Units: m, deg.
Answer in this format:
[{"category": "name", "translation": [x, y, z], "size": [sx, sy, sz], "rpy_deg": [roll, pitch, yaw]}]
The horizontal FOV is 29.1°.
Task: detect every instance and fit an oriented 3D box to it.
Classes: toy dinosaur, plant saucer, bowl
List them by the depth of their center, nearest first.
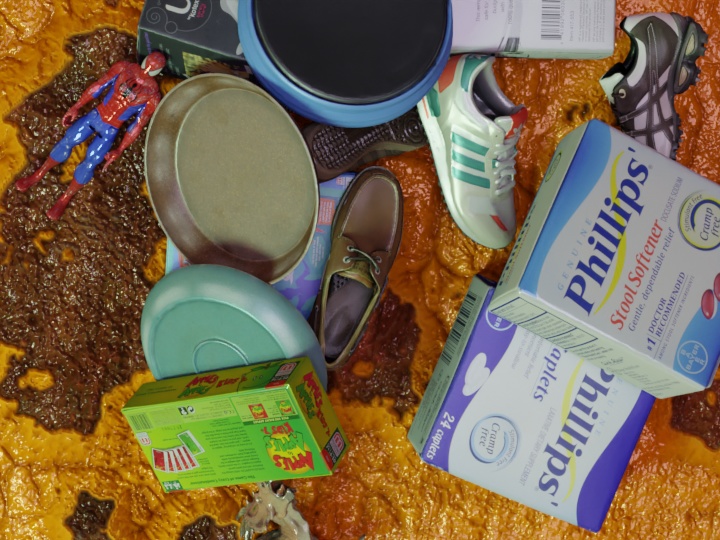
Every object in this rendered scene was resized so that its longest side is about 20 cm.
[{"category": "bowl", "translation": [-0.010, -0.230, 1.246], "size": [0.198, 0.039, 0.203], "rpy_deg": [2, 78, -10]}, {"category": "plant saucer", "translation": [-0.113, -0.084, 1.275], "size": [0.198, 0.034, 0.203], "rpy_deg": [12, 112, 29]}, {"category": "plant saucer", "translation": [-0.127, 0.087, 1.323], "size": [0.198, 0.027, 0.202], "rpy_deg": [12, 124, 18]}, {"category": "toy dinosaur", "translation": [-0.088, 0.290, 1.380], "size": [0.135, 0.086, 0.201], "rpy_deg": [32, 108, 3]}]

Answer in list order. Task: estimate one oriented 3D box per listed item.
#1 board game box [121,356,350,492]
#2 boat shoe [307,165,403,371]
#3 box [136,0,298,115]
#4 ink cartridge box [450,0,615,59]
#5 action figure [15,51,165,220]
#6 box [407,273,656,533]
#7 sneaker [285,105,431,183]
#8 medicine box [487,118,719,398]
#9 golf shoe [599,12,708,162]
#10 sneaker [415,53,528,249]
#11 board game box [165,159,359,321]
[{"category": "board game box", "translation": [-0.119, 0.148, 1.310], "size": [0.198, 0.048, 0.102], "rpy_deg": [-11, 116, 31]}, {"category": "boat shoe", "translation": [0.000, 0.000, 1.322], "size": [0.071, 0.068, 0.202], "rpy_deg": [14, 93, -9]}, {"category": "box", "translation": [-0.100, -0.234, 1.307], "size": [0.198, 0.106, 0.124], "rpy_deg": [17, 76, -6]}, {"category": "ink cartridge box", "translation": [0.144, -0.282, 1.347], "size": [0.197, 0.086, 0.148], "rpy_deg": [1, 94, -4]}, {"category": "action figure", "translation": [-0.247, -0.132, 1.307], "size": [0.065, 0.052, 0.200], "rpy_deg": [44, 112, -2]}, {"category": "box", "translation": [0.174, 0.130, 1.375], "size": [0.198, 0.105, 0.186], "rpy_deg": [22, 93, -7]}, {"category": "sneaker", "translation": [-0.004, -0.133, 1.335], "size": [0.199, 0.075, 0.071], "rpy_deg": [-23, 96, -43]}, {"category": "medicine box", "translation": [0.248, -0.008, 1.286], "size": [0.199, 0.103, 0.184], "rpy_deg": [27, 77, -7]}, {"category": "golf shoe", "translation": [0.274, -0.157, 1.370], "size": [0.093, 0.078, 0.202], "rpy_deg": [10, 100, -6]}, {"category": "sneaker", "translation": [0.123, -0.115, 1.340], "size": [0.070, 0.093, 0.202], "rpy_deg": [-35, 109, -46]}, {"category": "board game box", "translation": [-0.092, -0.027, 1.367], "size": [0.198, 0.045, 0.154], "rpy_deg": [4, 95, -7]}]
